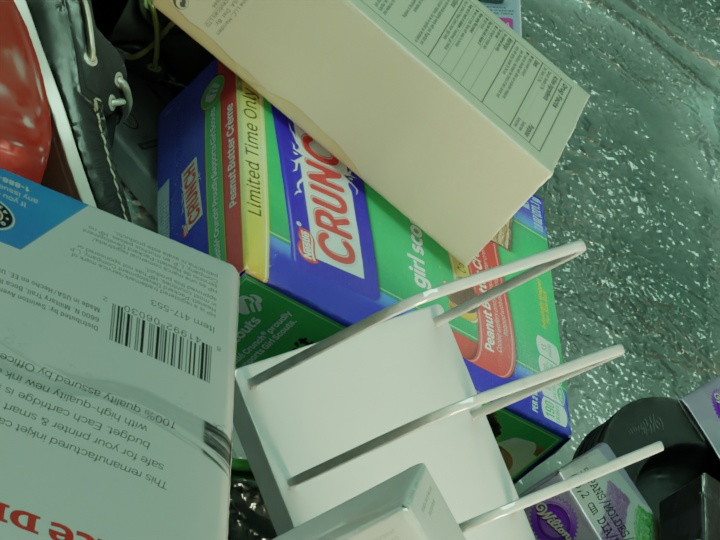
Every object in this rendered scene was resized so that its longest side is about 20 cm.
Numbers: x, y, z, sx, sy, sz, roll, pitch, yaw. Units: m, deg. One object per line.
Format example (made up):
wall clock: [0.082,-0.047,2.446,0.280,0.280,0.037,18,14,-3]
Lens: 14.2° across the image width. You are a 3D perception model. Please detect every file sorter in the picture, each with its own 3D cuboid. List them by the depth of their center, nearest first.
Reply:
file sorter: [0.058,0.106,1.241,0.138,0.124,0.201,-17,83,-45]

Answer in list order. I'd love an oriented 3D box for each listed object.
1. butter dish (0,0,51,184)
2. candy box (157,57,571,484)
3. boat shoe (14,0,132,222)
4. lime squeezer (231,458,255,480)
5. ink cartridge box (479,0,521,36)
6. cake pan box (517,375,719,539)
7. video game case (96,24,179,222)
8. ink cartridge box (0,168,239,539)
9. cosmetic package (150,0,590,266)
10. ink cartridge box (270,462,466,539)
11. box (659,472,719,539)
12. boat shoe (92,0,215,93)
butter dish: [-0.212,-0.095,1.266,0.199,0.148,0.200,12,41,-36]
candy box: [0.000,0.000,1.409,0.199,0.077,0.170,26,38,-27]
boat shoe: [-0.140,-0.096,1.375,0.060,0.074,0.201,-15,71,-23]
lime squeezer: [0.023,0.129,1.343,0.200,0.038,0.071,37,63,-5]
ink cartridge box: [0.068,-0.122,1.612,0.042,0.120,0.200,3,38,2]
cake pan box: [0.170,0.158,1.399,0.201,0.052,0.184,58,33,8]
video game case: [-0.069,-0.080,1.514,0.143,0.018,0.200,49,34,16]
ink cartridge box: [-0.127,0.063,1.066,0.146,0.086,0.201,23,39,-19]
cosmetic package: [0.007,-0.107,1.399,0.200,0.073,0.104,41,29,-5]
ink cartridge box: [0.020,0.193,1.130,0.201,0.115,0.067,61,11,-7]
box: [0.219,0.200,1.345,0.200,0.036,0.143,32,41,-26]
boat shoe: [-0.116,-0.132,1.451,0.201,0.072,0.061,31,30,4]
